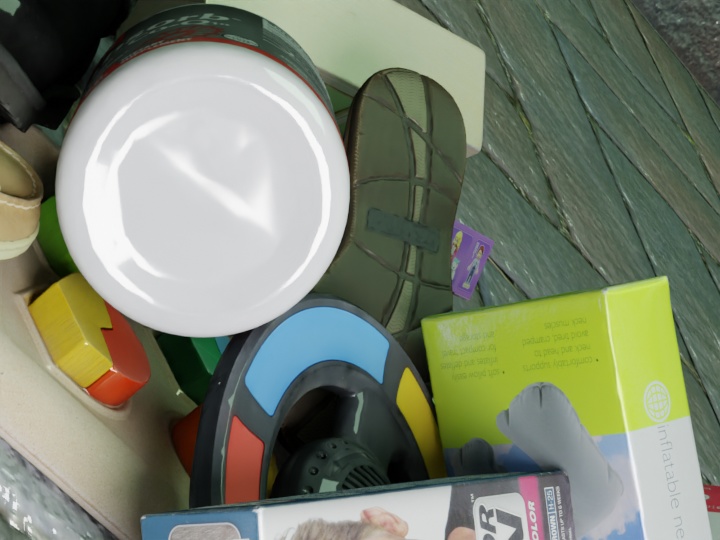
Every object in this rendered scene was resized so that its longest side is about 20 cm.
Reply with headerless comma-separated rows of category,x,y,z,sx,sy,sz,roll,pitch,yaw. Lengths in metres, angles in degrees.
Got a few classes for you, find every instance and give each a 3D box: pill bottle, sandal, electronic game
pill bottle,-0.066,-0.051,0.899,0.116,0.116,0.200,50,6,-13
sandal,0.000,0.000,0.991,0.081,0.054,0.202,20,65,-24
electronic game,-0.008,0.109,0.874,0.200,0.041,0.202,28,57,-54

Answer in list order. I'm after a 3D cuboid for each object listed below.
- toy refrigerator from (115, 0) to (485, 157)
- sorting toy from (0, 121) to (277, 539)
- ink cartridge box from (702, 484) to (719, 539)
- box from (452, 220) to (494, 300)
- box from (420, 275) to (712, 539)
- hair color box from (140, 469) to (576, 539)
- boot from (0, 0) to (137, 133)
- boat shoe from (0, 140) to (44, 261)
toy refrigerator,-0.028,-0.112,1.121,0.199,0.076,0.071,23,60,-39
sorting toy,-0.092,0.039,0.902,0.185,0.036,0.201,46,19,-28
ink cartridge box,0.178,0.214,1.104,0.200,0.085,0.149,-51,146,-72
box,-0.030,-0.043,1.116,0.136,0.039,0.200,24,0,31
box,0.094,0.111,0.903,0.047,0.121,0.202,-9,88,-39
hair color box,0.008,0.133,0.805,0.199,0.060,0.101,0,83,-52
boot,-0.122,-0.145,0.895,0.079,0.158,0.211,36,2,-4
boat shoe,-0.185,-0.068,0.785,0.200,0.063,0.073,34,19,-39
